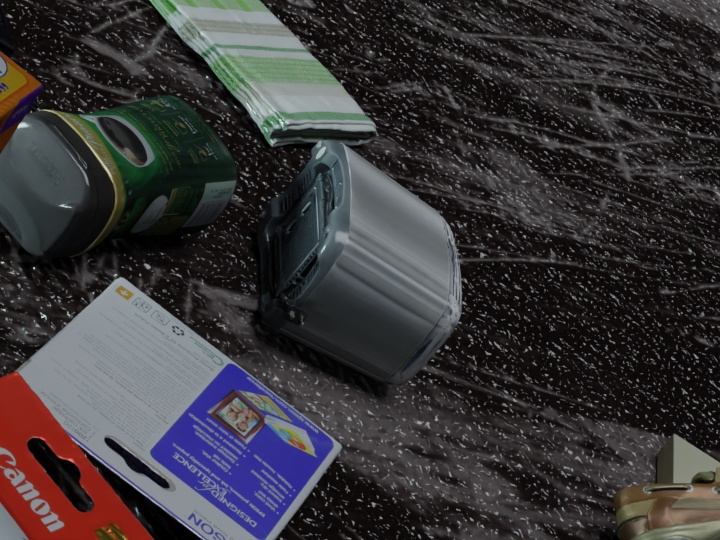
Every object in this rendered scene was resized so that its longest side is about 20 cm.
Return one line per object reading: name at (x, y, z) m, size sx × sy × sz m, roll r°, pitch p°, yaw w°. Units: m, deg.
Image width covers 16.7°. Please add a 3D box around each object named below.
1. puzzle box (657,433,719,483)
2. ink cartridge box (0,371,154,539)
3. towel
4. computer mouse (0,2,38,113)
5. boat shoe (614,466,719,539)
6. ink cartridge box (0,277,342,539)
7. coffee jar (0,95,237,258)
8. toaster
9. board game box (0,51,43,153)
puzzle box at (0.327, 0.226, 1.999) m, size 0.200 × 0.025 × 0.133 m, roll 33°, pitch 26°, yaw -9°
ink cartridge box at (-0.224, 0.127, 1.413) m, size 0.200 × 0.047 × 0.160 m, roll -20°, pitch 60°, yaw -44°
towel at (-0.088, -0.180, 2.144) m, size 0.200 × 0.031 × 0.149 m, roll 48°, pitch 26°, yaw 25°
computer mouse at (-0.312, -0.202, 1.855) m, size 0.139 × 0.053 × 0.200 m, roll 47°, pitch 17°, yaw -47°
boat shoe at (0.282, 0.187, 1.900) m, size 0.200 × 0.076 × 0.074 m, roll -1°, pitch 59°, yaw -32°
ink cartridge box at (-0.128, 0.107, 1.609) m, size 0.198 × 0.043 × 0.200 m, roll 38°, pitch 26°, yaw 2°
coffee jar at (-0.183, -0.068, 1.773) m, size 0.104 × 0.085 × 0.200 m, roll 49°, pitch 27°, yaw 17°
toaster at (0.000, 0.000, 1.862) m, size 0.129 × 0.114 × 0.200 m, roll 30°, pitch 26°, yaw -20°
board game box at (-0.349, -0.069, 1.442) m, size 0.200 × 0.200 × 0.200 m, roll 38°, pitch 26°, yaw 1°
